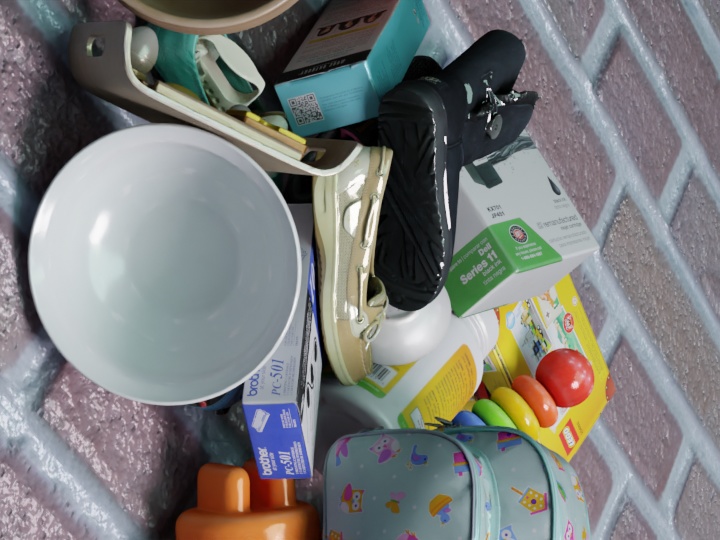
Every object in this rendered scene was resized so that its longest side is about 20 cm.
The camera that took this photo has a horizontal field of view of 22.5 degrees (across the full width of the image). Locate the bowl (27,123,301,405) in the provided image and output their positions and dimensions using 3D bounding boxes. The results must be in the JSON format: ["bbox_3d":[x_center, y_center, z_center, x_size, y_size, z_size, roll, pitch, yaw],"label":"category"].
[{"bbox_3d":[-0.135,-0.006,1.322,0.090,0.200,0.202,-27,112,-83],"label":"bowl"}]

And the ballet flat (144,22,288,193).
[{"bbox_3d":[-0.099,-0.125,1.436,0.200,0.070,0.067,58,46,-32],"label":"ballet flat"}]

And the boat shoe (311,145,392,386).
[{"bbox_3d":[0.000,-0.002,1.422,0.073,0.063,0.202,-78,165,-69],"label":"boat shoe"}]

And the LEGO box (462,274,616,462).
[{"bbox_3d":[0.154,0.083,1.734,0.149,0.077,0.201,-49,124,-40],"label":"LEGO box"}]

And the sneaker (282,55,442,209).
[{"bbox_3d":[0.008,-0.104,1.484,0.200,0.080,0.086,-53,169,-20],"label":"sneaker"}]

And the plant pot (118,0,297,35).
[{"bbox_3d":[-0.113,-0.269,1.374,0.093,0.200,0.202,79,15,-80],"label":"plant pot"}]

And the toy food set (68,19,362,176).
[{"bbox_3d":[-0.109,-0.128,1.321,0.199,0.143,0.061,24,85,-25],"label":"toy food set"}]

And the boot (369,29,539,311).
[{"bbox_3d":[0.080,-0.083,1.475,0.168,0.076,0.201,-31,130,-48],"label":"boot"}]

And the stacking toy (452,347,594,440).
[{"bbox_3d":[0.127,0.139,1.623,0.200,0.085,0.086,-38,122,-10],"label":"stacking toy"}]

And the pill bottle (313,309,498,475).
[{"bbox_3d":[0.038,0.092,1.561,0.200,0.111,0.112,-44,121,-43],"label":"pill bottle"}]

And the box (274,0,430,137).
[{"bbox_3d":[-0.003,-0.180,1.501,0.200,0.082,0.049,-65,138,-58],"label":"box"}]

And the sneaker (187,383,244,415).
[{"bbox_3d":[-0.115,0.014,1.424,0.096,0.079,0.201,44,49,-70],"label":"sneaker"}]

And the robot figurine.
[{"bbox_3d":[-0.086,0.248,1.397,0.144,0.116,0.201,-4,90,-67],"label":"robot figurine"}]

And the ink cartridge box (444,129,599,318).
[{"bbox_3d":[0.100,-0.071,1.602,0.146,0.083,0.201,-15,69,-51],"label":"ink cartridge box"}]

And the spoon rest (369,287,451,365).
[{"bbox_3d":[0.008,-0.011,1.525,0.099,0.061,0.201,-19,70,-11],"label":"spoon rest"}]

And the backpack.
[{"bbox_3d":[0.069,0.201,1.368,0.153,0.199,0.177,50,37,-59],"label":"backpack"}]

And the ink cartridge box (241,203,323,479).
[{"bbox_3d":[-0.056,0.052,1.394,0.094,0.044,0.201,82,9,-47],"label":"ink cartridge box"}]
